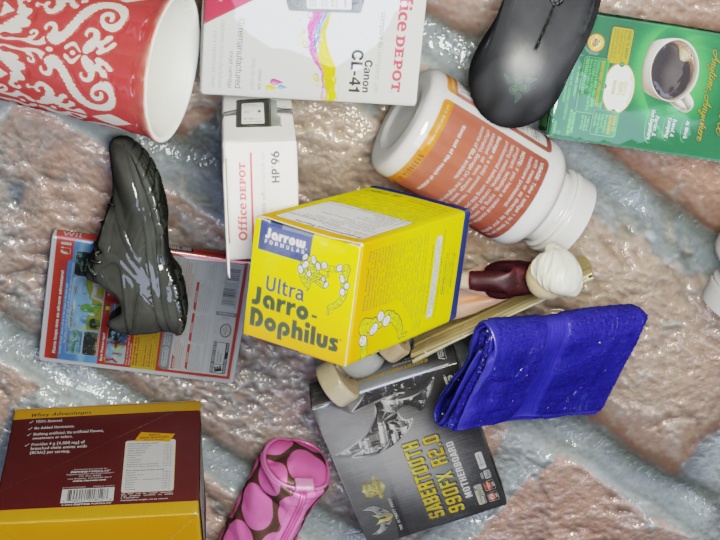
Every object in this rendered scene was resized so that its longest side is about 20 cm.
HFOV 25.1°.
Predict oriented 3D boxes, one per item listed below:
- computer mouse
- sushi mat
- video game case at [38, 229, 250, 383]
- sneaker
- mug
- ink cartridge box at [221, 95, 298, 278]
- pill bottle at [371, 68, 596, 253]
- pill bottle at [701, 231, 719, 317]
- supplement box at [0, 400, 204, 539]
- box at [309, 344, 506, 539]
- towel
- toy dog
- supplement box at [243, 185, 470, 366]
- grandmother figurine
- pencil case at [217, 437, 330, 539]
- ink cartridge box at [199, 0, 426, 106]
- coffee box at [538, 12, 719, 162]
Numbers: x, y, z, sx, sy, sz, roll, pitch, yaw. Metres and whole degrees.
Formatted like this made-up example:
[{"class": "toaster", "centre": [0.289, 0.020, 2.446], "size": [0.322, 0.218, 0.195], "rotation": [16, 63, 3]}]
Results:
[{"class": "computer mouse", "centre": [0.158, -0.226, 1.446], "size": [0.138, 0.053, 0.201], "rotation": [20, 90, -6]}, {"class": "sushi mat", "centre": [0.140, 0.038, 1.603], "size": [0.199, 0.096, 0.012], "rotation": [-26, 97, 9]}, {"class": "video game case", "centre": [-0.215, 0.038, 1.616], "size": [0.199, 0.017, 0.144], "rotation": [8, 116, -9]}, {"class": "sneaker", "centre": [-0.222, -0.027, 1.539], "size": [0.090, 0.076, 0.201], "rotation": [-9, 103, 2]}, {"class": "mug", "centre": [-0.250, -0.208, 1.427], "size": [0.199, 0.178, 0.134], "rotation": [11, 134, 10]}, {"class": "ink cartridge box", "centre": [-0.091, -0.086, 1.459], "size": [0.067, 0.200, 0.117], "rotation": [-2, 118, -3]}, {"class": "pill bottle", "centre": [0.119, -0.095, 1.522], "size": [0.199, 0.112, 0.112], "rotation": [30, 111, -18]}, {"class": "pill bottle", "centre": [0.416, -0.039, 1.577], "size": [0.112, 0.112, 0.201], "rotation": [20, 113, -14]}, {"class": "supplement box", "centre": [-0.254, 0.242, 1.614], "size": [0.196, 0.200, 0.133], "rotation": [-2, 118, -4]}, {"class": "box", "centre": [0.051, 0.182, 1.688], "size": [0.158, 0.048, 0.201], "rotation": [-18, 121, 4]}, {"class": "towel", "centre": [0.183, 0.100, 1.607], "size": [0.199, 0.050, 0.148], "rotation": [-6, 139, -30]}, {"class": "toy dog", "centre": [-0.031, 0.031, 1.603], "size": [0.131, 0.096, 0.201], "rotation": [-16, 103, 7]}, {"class": "supplement box", "centre": [0.000, 0.000, 1.427], "size": [0.108, 0.200, 0.110], "rotation": [16, 108, 28]}, {"class": "grandmother figurine", "centre": [0.135, 0.012, 1.542], "size": [0.121, 0.200, 0.061], "rotation": [-17, 95, -39]}, {"class": "pencil case", "centre": [-0.098, 0.278, 1.706], "size": [0.090, 0.094, 0.201], "rotation": [17, 114, -13]}, {"class": "ink cartridge box", "centre": [-0.043, -0.233, 1.454], "size": [0.199, 0.086, 0.148], "rotation": [3, 117, -5]}, {"class": "coffee box", "centre": [0.275, -0.173, 1.521], "size": [0.199, 0.044, 0.124], "rotation": [6, 102, -8]}]
